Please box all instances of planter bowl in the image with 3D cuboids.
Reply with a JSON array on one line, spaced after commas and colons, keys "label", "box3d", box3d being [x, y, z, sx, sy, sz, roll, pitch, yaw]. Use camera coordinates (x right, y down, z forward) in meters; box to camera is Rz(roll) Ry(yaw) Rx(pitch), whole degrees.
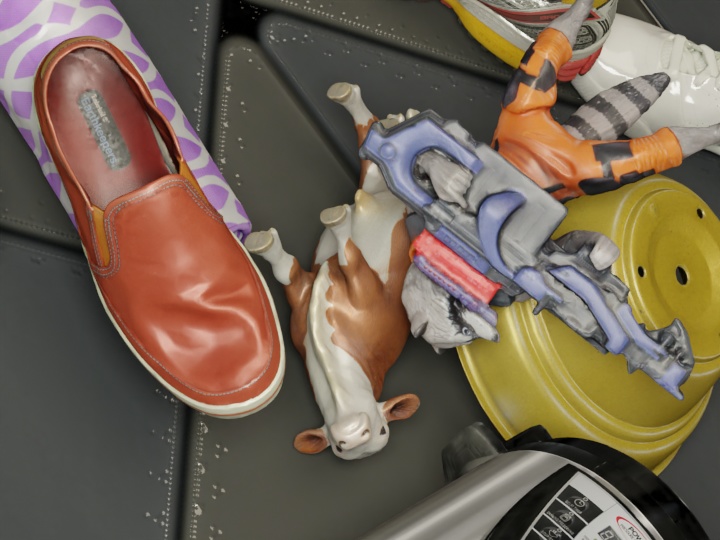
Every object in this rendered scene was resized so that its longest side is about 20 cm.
[{"label": "planter bowl", "box3d": [0.141, 0.011, 1.520, 0.200, 0.083, 0.201, 17, 64, -39]}]

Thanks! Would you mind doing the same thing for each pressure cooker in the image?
[{"label": "pressure cooker", "box3d": [0.081, 0.174, 1.381, 0.200, 0.178, 0.177, -26, 119, -37]}]

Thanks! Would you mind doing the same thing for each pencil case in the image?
[{"label": "pencil case", "box3d": [-0.134, -0.073, 1.443, 0.200, 0.085, 0.084, 59, 17, 8]}]

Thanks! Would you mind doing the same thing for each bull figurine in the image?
[{"label": "bull figurine", "box3d": [0.000, 0.000, 1.475, 0.200, 0.065, 0.122, -68, 146, -43]}]

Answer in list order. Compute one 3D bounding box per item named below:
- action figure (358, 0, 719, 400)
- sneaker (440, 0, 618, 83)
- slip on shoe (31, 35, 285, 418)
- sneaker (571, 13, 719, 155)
[{"label": "action figure", "box3d": [0.103, -0.025, 1.442, 0.193, 0.105, 0.200, -44, 88, -4]}, {"label": "sneaker", "box3d": [0.056, -0.188, 1.597, 0.200, 0.082, 0.078, 29, 55, 1]}, {"label": "slip on shoe", "box3d": [-0.098, -0.022, 1.361, 0.074, 0.061, 0.201, -26, 83, -4]}, {"label": "sneaker", "box3d": [0.212, -0.102, 1.648, 0.200, 0.089, 0.075, 28, 56, -9]}]
